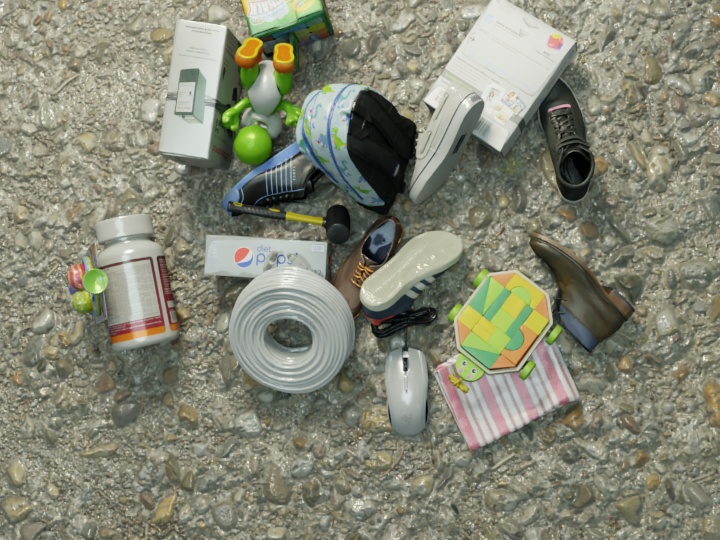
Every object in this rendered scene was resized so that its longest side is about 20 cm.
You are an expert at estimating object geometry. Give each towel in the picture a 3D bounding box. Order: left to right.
[{"bbox_3d":[0.231,0.178,1.326,0.197,0.030,0.148,-27,88,4],"label":"towel"}]

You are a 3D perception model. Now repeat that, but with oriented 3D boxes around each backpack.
[{"bbox_3d":[-0.006,-0.196,1.260,0.151,0.200,0.166,18,85,16],"label":"backpack"}]

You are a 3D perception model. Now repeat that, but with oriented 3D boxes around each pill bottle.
[{"bbox_3d":[-0.359,0.020,1.339,0.107,0.110,0.204,-12,88,5],"label":"pill bottle"}]

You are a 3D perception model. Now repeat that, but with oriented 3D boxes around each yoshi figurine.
[{"bbox_3d":[-0.152,-0.240,1.278,0.111,0.202,0.112,-28,59,-32],"label":"yoshi figurine"}]

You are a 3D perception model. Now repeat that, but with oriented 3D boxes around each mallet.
[{"bbox_3d":[-0.109,-0.079,1.310,0.196,0.066,0.042,4,125,-15],"label":"mallet"}]

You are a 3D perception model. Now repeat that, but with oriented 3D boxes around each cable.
[{"bbox_3d":[-0.105,0.095,1.303,0.198,0.070,0.201,34,114,-9],"label":"cable"}]

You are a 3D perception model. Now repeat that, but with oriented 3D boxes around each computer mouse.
[{"bbox_3d":[0.075,0.163,1.333,0.107,0.044,0.205,-4,89,4],"label":"computer mouse"}]

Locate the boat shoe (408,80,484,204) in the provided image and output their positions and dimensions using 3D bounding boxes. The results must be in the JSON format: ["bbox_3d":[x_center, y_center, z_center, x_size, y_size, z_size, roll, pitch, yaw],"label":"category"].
[{"bbox_3d":[0.117,-0.196,1.290,0.066,0.071,0.202,44,132,21],"label":"boat shoe"}]

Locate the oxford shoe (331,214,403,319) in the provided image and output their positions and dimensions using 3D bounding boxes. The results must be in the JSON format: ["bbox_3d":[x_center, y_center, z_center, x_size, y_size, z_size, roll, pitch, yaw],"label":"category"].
[{"bbox_3d":[0.000,0.000,1.325,0.070,0.073,0.203,28,93,4],"label":"oxford shoe"}]

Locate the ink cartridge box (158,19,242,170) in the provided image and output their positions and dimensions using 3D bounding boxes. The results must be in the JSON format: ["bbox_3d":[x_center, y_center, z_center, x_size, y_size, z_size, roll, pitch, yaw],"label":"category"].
[{"bbox_3d":[-0.244,-0.267,1.312,0.082,0.146,0.205,9,91,4],"label":"ink cartridge box"}]

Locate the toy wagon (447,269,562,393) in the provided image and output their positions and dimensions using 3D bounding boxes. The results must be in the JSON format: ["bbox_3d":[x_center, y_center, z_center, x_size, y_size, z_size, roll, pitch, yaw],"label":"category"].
[{"bbox_3d":[0.208,0.100,1.299,0.154,0.040,0.201,37,84,16],"label":"toy wagon"}]

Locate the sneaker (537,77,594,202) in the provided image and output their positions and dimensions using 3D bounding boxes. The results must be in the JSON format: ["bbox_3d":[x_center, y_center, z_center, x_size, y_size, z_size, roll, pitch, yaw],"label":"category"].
[{"bbox_3d":[0.318,-0.209,1.284,0.069,0.099,0.204,-11,88,7],"label":"sneaker"}]

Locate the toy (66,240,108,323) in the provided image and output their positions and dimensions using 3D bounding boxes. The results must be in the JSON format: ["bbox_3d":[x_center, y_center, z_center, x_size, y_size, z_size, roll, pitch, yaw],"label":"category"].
[{"bbox_3d":[-0.428,0.025,1.302,0.046,0.199,0.118,-9,88,-26],"label":"toy"}]

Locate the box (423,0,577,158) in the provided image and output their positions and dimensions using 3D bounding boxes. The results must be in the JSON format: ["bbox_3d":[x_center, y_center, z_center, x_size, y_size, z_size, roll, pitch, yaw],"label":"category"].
[{"bbox_3d":[0.215,-0.302,1.305,0.155,0.041,0.202,36,94,19],"label":"box"}]

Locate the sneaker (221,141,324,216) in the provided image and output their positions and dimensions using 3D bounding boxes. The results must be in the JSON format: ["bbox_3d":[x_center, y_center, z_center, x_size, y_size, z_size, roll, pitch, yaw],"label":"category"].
[{"bbox_3d":[-0.126,-0.135,1.339,0.198,0.070,0.079,-36,82,4],"label":"sneaker"}]

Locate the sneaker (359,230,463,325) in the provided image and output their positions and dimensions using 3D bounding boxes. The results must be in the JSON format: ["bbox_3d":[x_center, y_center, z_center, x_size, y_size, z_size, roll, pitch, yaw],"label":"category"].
[{"bbox_3d":[0.079,0.014,1.320,0.198,0.085,0.075,-31,59,-21],"label":"sneaker"}]

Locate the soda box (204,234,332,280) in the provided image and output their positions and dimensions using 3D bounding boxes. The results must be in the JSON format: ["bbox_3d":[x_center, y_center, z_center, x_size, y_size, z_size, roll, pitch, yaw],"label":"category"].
[{"bbox_3d":[-0.145,-0.020,1.340,0.195,0.068,0.065,4,92,6],"label":"soda box"}]

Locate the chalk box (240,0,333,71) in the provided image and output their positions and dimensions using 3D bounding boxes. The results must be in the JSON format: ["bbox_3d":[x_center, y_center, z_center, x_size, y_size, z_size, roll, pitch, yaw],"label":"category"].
[{"bbox_3d":[-0.118,-0.418,1.312,0.122,0.125,0.204,-18,90,5],"label":"chalk box"}]

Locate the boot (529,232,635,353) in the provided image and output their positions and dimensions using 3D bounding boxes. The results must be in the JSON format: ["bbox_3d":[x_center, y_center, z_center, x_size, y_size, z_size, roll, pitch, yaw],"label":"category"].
[{"bbox_3d":[0.319,0.035,1.296,0.199,0.075,0.097,40,90,2],"label":"boot"}]
